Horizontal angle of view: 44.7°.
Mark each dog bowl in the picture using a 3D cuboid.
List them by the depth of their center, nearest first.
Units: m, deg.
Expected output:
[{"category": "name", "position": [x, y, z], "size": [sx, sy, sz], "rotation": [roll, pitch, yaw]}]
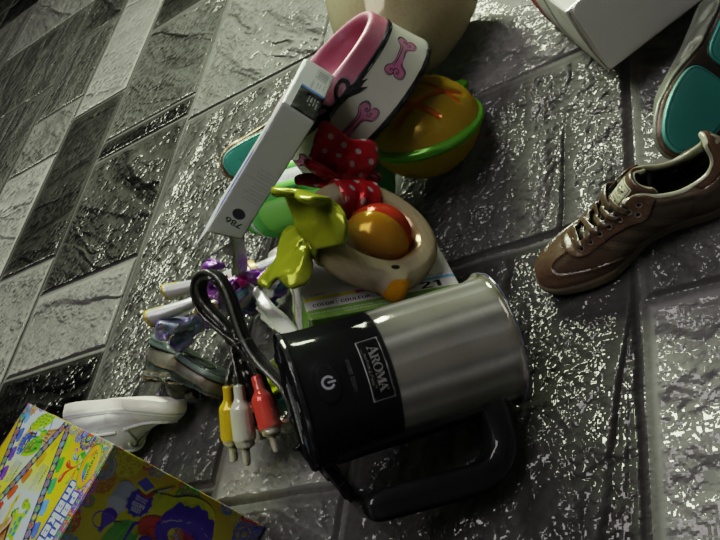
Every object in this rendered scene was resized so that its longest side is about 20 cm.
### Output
[{"category": "dog bowl", "position": [-0.019, -0.196, 0.952], "size": [0.200, 0.074, 0.200], "rotation": [-43, 23, 22]}]

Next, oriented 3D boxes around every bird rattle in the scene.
[{"category": "bird rattle", "position": [-0.006, -0.040, 0.812], "size": [0.113, 0.163, 0.200], "rotation": [-60, -3, 31]}]

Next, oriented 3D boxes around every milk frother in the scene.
[{"category": "milk frother", "position": [0.030, 0.112, 0.771], "size": [0.188, 0.181, 0.200], "rotation": [-15, 4, -11]}]

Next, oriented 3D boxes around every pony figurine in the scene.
[{"category": "pony figurine", "position": [-0.142, 0.021, 1.001], "size": [0.200, 0.167, 0.193], "rotation": [-25, 15, 6]}]

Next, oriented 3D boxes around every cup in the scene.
[{"category": "cup", "position": [0.045, -0.309, 1.065], "size": [0.200, 0.200, 0.143], "rotation": [-15, 54, 36]}]

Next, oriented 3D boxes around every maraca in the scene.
[{"category": "maraca", "position": [0.071, -0.172, 0.991], "size": [0.137, 0.107, 0.200], "rotation": [-11, 31, 10]}]

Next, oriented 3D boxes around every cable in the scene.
[{"category": "cable", "position": [-0.120, 0.090, 0.867], "size": [0.097, 0.050, 0.200], "rotation": [-20, 87, 36]}]

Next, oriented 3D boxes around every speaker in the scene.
[{"category": "speaker", "position": [-0.057, -0.092, 1.061], "size": [0.200, 0.088, 0.089], "rotation": [-9, 52, 40]}]

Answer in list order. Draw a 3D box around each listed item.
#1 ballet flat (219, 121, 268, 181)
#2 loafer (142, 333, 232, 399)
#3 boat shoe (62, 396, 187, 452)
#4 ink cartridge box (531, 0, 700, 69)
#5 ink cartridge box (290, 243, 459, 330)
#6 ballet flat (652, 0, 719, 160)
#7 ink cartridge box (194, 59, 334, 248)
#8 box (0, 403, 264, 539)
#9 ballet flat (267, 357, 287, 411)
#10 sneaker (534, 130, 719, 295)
[{"category": "ballet flat", "position": [-0.092, -0.177, 1.142], "size": [0.200, 0.071, 0.065], "rotation": [-25, 2, -2]}, {"category": "loafer", "position": [-0.210, 0.128, 1.046], "size": [0.200, 0.072, 0.063], "rotation": [16, 82, 58]}, {"category": "boat shoe", "position": [-0.292, 0.191, 1.072], "size": [0.200, 0.072, 0.069], "rotation": [-9, 80, 27]}, {"category": "ink cartridge box", "position": [0.261, -0.306, 0.904], "size": [0.146, 0.083, 0.200], "rotation": [-37, 27, 15]}, {"category": "ink cartridge box", "position": [0.000, 0.000, 0.876], "size": [0.148, 0.076, 0.200], "rotation": [-10, 40, -10]}, {"category": "ballet flat", "position": [0.311, -0.177, 0.801], "size": [0.200, 0.067, 0.064], "rotation": [-59, 11, -14]}, {"category": "ink cartridge box", "position": [-0.096, -0.105, 0.865], "size": [0.200, 0.039, 0.100], "rotation": [-50, 16, 36]}, {"category": "box", "position": [-0.242, 0.244, 0.858], "size": [0.192, 0.200, 0.122], "rotation": [7, 63, 47]}, {"category": "ballet flat", "position": [-0.050, 0.106, 0.896], "size": [0.200, 0.067, 0.067], "rotation": [-25, 52, 32]}, {"category": "sneaker", "position": [0.227, -0.054, 0.753], "size": [0.200, 0.076, 0.071], "rotation": [-32, 40, 20]}]
